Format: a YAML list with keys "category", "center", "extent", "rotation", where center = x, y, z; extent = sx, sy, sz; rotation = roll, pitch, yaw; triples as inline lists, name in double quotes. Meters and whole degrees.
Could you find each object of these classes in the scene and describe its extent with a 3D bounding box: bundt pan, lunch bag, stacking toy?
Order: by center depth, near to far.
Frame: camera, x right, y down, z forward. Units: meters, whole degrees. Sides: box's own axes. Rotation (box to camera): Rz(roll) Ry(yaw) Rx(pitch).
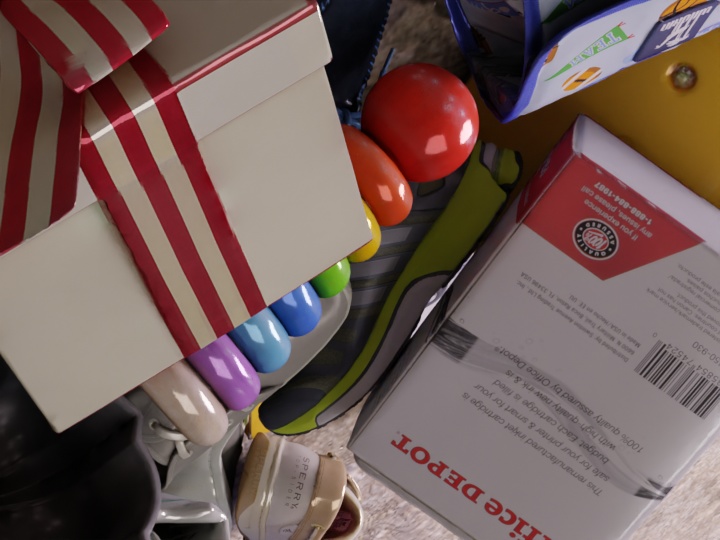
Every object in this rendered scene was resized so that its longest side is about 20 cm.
- category: "stacking toy"
  center: [-0.024, -0.016, 0.770]
  extent: [0.200, 0.085, 0.085]
  rotation: [-42, 148, -9]
- category: "lunch bag"
  center: [0.120, -0.174, 0.771]
  extent: [0.170, 0.124, 0.200]
  rotation: [-24, 135, -12]
- category: "bundt pan"
  center: [-0.197, 0.105, 0.791]
  extent: [0.201, 0.202, 0.076]
  rotation: [-4, 153, -40]

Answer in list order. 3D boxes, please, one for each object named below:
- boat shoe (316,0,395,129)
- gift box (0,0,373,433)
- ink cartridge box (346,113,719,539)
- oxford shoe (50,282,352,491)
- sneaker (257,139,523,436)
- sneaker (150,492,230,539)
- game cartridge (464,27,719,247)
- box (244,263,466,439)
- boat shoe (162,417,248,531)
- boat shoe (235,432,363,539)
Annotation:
- category: "boat shoe"
  center: [-0.021, -0.068, 0.845]
  extent: [0.084, 0.069, 0.200]
  rotation: [-12, 140, -32]
- category: "gift box"
  center: [-0.119, -0.059, 0.662]
  extent: [0.200, 0.185, 0.187]
  rotation: [-35, 150, -12]
- category: "ink cartridge box"
  center: [0.109, 0.046, 0.878]
  extent: [0.200, 0.147, 0.083]
  rotation: [-53, -175, 21]
- category: "oxford shoe"
  center: [-0.082, 0.061, 0.870]
  extent: [0.200, 0.058, 0.075]
  rotation: [-35, 123, 20]
- category: "sneaker"
  center: [0.000, 0.000, 0.914]
  extent: [0.200, 0.081, 0.074]
  rotation: [-55, -176, 11]
- category: "sneaker"
  center: [-0.147, 0.154, 0.884]
  extent: [0.080, 0.071, 0.200]
  rotation: [-12, -174, 37]
- category: "game cartridge"
  center: [0.142, -0.067, 0.911]
  extent: [0.200, 0.176, 0.032]
  rotation: [-51, 173, 23]
- category: "box"
  center: [0.014, 0.016, 1.014]
  extent: [0.199, 0.042, 0.119]
  rotation: [-23, 145, -23]
- category: "boat shoe"
  center: [-0.098, 0.077, 0.966]
  extent: [0.072, 0.060, 0.202]
  rotation: [3, 137, -1]
- category: "boat shoe"
  center: [-0.033, 0.150, 1.059]
  extent: [0.200, 0.069, 0.074]
  rotation: [79, 25, -76]
